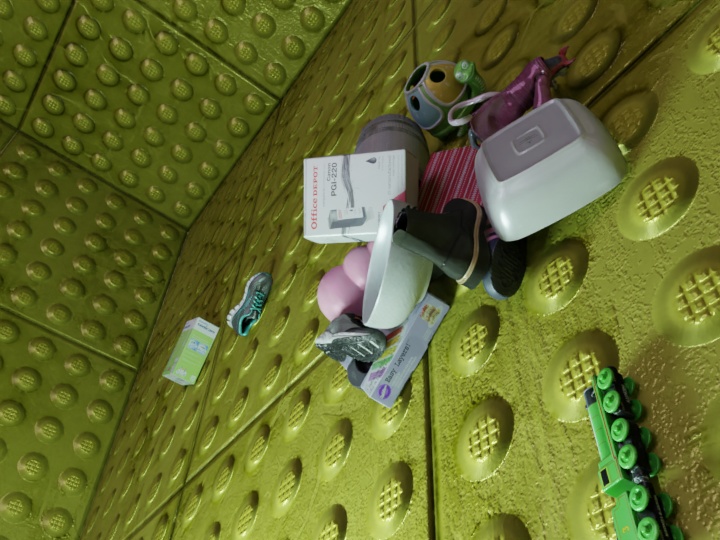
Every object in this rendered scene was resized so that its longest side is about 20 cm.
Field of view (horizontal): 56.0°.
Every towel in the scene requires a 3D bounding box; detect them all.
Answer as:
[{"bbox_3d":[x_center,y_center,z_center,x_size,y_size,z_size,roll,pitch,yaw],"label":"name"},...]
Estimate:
[{"bbox_3d":[0.177,-0.154,1.178,0.198,0.022,0.147,0,62,51],"label":"towel"}]

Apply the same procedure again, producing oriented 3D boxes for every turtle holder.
[{"bbox_3d":[0.165,-0.343,1.340,0.142,0.130,0.186,-56,22,7],"label":"turtle holder"}]

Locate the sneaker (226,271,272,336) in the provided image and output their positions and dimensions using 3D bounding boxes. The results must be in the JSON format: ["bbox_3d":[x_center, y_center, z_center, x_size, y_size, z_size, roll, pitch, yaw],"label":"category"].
[{"bbox_3d":[-0.301,0.101,1.917,0.202,0.077,0.091,-58,38,15],"label":"sneaker"}]

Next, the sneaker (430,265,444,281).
[{"bbox_3d":[0.128,-0.033,1.146,0.198,0.073,0.072,-12,42,50],"label":"sneaker"}]

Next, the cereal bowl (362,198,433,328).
[{"bbox_3d":[0.063,-0.004,1.054,0.200,0.081,0.205,-167,90,-85],"label":"cereal bowl"}]

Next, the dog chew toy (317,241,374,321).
[{"bbox_3d":[0.008,0.012,1.272,0.201,0.124,0.125,-51,24,11],"label":"dog chew toy"}]

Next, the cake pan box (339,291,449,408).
[{"bbox_3d":[0.049,0.113,1.151,0.203,0.052,0.184,-60,20,2],"label":"cake pan box"}]

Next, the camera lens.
[{"bbox_3d":[0.061,-0.195,1.350,0.160,0.158,0.203,-43,27,35],"label":"camera lens"}]

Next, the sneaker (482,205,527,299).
[{"bbox_3d":[0.194,-0.028,0.985,0.081,0.070,0.202,-32,27,41],"label":"sneaker"}]

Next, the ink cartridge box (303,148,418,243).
[{"bbox_3d":[0.000,-0.129,1.206,0.195,0.085,0.150,-2,85,22],"label":"ink cartridge box"}]

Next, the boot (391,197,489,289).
[{"bbox_3d":[0.107,-0.072,0.963,0.078,0.136,0.201,-58,15,25],"label":"boot"}]

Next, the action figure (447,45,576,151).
[{"bbox_3d":[0.247,-0.279,1.064,0.200,0.147,0.135,-47,24,26],"label":"action figure"}]

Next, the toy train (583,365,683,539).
[{"bbox_3d":[0.252,0.181,0.647,0.057,0.041,0.203,-56,20,38],"label":"toy train"}]

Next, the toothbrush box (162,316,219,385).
[{"bbox_3d":[-0.561,0.268,2.235,0.145,0.085,0.204,-20,46,58],"label":"toothbrush box"}]

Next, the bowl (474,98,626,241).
[{"bbox_3d":[0.248,-0.154,0.936,0.197,0.075,0.202,-28,33,17],"label":"bowl"}]

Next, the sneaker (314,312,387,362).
[{"bbox_3d":[-0.014,0.105,1.141,0.080,0.073,0.199,-61,21,-18],"label":"sneaker"}]
